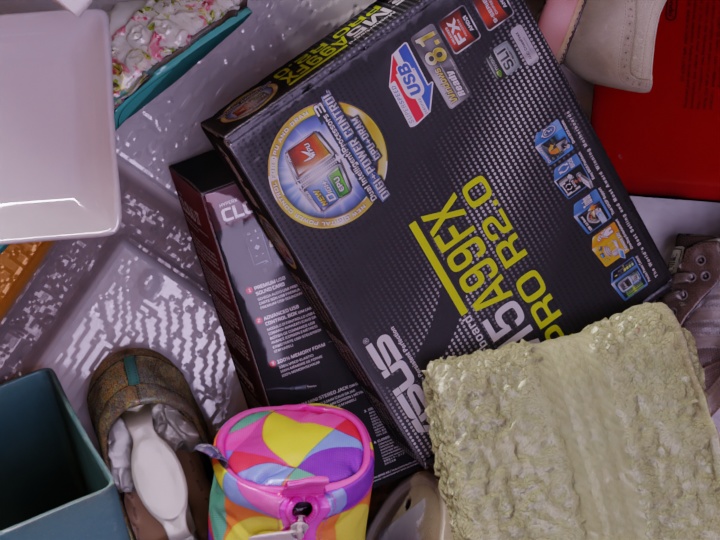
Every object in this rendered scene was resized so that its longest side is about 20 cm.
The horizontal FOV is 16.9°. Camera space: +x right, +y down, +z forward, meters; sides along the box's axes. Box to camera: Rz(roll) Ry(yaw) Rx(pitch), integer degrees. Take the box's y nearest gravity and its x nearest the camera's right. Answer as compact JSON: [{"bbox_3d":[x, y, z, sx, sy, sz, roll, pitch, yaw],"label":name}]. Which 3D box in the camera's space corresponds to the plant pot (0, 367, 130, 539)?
[{"bbox_3d":[-0.173,0.185,1.188,0.141,0.141,0.201,-21,116,-12],"label":"plant pot"}]

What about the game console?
[{"bbox_3d":[0.216,-0.127,1.272,0.171,0.119,0.202,5,84,12],"label":"game console"}]

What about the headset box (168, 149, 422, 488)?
[{"bbox_3d":[0.000,0.000,1.228,0.148,0.075,0.201,-22,109,-12],"label":"headset box"}]

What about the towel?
[{"bbox_3d":[0.113,0.126,1.160,0.147,0.036,0.201,-13,85,-16],"label":"towel"}]

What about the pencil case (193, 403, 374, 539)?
[{"bbox_3d":[-0.038,0.161,1.184,0.088,0.089,0.201,-7,122,-16],"label":"pencil case"}]

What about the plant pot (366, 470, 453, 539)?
[{"bbox_3d":[0.101,0.181,1.246,0.199,0.187,0.188,23,96,-21],"label":"plant pot"}]

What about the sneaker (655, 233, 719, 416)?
[{"bbox_3d":[0.183,0.021,1.308,0.076,0.070,0.200,44,82,-5],"label":"sneaker"}]

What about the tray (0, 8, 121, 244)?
[{"bbox_3d":[-0.210,-0.061,1.133,0.198,0.022,0.108,-5,85,7],"label":"tray"}]

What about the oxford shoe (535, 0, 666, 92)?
[{"bbox_3d":[0.151,-0.184,1.203,0.073,0.071,0.201,23,93,2],"label":"oxford shoe"}]

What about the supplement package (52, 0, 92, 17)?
[{"bbox_3d":[-0.182,-0.224,1.071,0.200,0.156,0.111,37,90,-22],"label":"supplement package"}]

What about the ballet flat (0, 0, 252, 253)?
[{"bbox_3d":[-0.141,-0.082,1.168,0.200,0.076,0.064,-44,93,-7],"label":"ballet flat"}]

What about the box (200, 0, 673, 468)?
[{"bbox_3d":[0.040,-0.031,1.169,0.160,0.044,0.201,-35,112,-10],"label":"box"}]

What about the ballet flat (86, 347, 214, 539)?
[{"bbox_3d":[-0.090,0.137,1.239,0.070,0.071,0.201,-22,109,-12],"label":"ballet flat"}]
